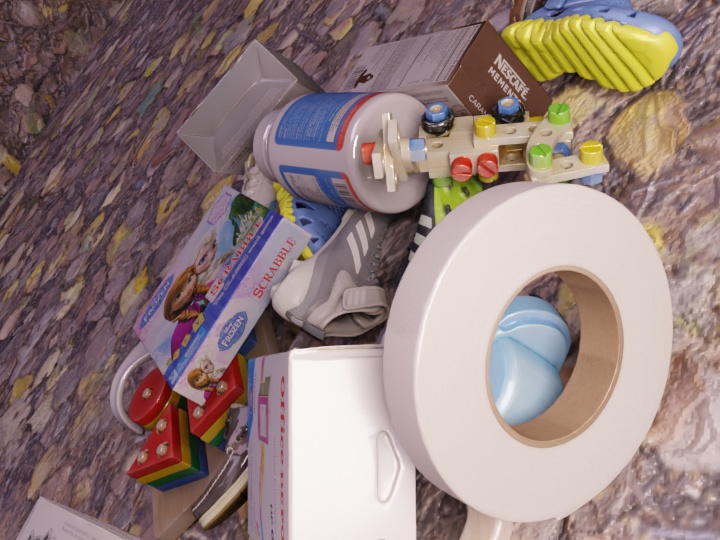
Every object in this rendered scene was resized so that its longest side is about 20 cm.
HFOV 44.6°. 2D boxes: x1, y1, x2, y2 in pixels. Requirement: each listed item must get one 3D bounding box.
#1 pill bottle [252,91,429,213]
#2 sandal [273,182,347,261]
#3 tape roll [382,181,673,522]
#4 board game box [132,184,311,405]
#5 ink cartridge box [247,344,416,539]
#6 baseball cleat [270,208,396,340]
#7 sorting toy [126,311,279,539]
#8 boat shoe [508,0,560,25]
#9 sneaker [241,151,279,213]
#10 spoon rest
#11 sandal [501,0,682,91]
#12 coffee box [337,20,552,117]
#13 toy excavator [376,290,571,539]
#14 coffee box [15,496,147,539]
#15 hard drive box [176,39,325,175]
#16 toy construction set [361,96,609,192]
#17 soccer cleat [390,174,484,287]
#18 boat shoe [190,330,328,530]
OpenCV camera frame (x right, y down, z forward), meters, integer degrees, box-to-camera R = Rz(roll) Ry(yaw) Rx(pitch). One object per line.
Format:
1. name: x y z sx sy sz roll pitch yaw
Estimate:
1. pill bottle: -0.023 -0.121 0.874 0.199 0.112 0.113 15 71 51
2. sandal: -0.045 -0.066 0.987 0.087 0.080 0.201 -19 44 2
3. tape roll: 0.106 0.049 0.523 0.204 0.202 0.037 -59 29 -11
4. board game box: -0.155 0.016 0.934 0.201 0.041 0.199 -57 29 -3
5. ink cartridge box: -0.029 0.129 0.625 0.200 0.084 0.146 155 115 -73
6. baseball cleat: 0.000 0.000 0.868 0.200 0.106 0.070 -45 -17 -36
7. sorting toy: -0.175 0.148 0.943 0.199 0.069 0.200 -45 31 13
8. boat shoe: 0.217 -0.321 0.889 0.200 0.076 0.074 -51 27 1
9. sneaker: -0.123 -0.105 1.127 0.200 0.081 0.077 -52 31 4
10. spoon rest: -0.257 0.104 1.114 0.099 0.061 0.201 0 59 54
11. sandal: 0.208 -0.215 0.774 0.087 0.080 0.200 -45 32 -6
12. coffee box: 0.077 -0.169 0.883 0.200 0.114 0.080 10 64 56
13. toy excavator: 0.080 0.118 0.605 0.194 0.100 0.200 -45 39 16
14. coffee box: -0.164 0.306 0.628 0.199 0.197 0.201 -2 58 52
15. hard drive box: -0.135 -0.206 1.162 0.156 0.077 0.200 -47 -4 10
16. toy construction set: 0.100 -0.090 0.724 0.132 0.198 0.092 -83 0 -45
17. soccer cleat: 0.066 -0.020 0.790 0.081 0.067 0.201 -29 38 44
18. boat shoe: -0.093 0.145 0.813 0.201 0.066 0.072 -51 -10 -6
